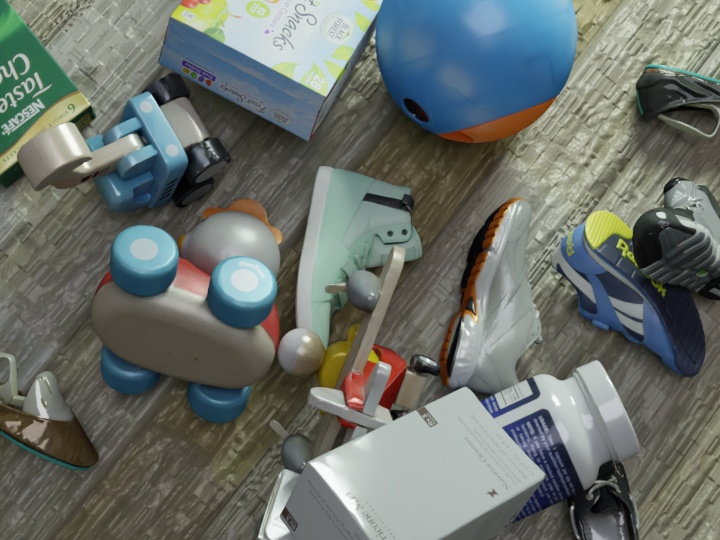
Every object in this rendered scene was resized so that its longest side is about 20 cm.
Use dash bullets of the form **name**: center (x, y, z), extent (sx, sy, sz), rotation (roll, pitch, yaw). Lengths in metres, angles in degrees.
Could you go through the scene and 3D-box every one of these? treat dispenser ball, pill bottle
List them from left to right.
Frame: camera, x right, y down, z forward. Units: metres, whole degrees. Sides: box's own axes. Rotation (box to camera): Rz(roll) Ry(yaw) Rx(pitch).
- **treat dispenser ball**: center (0.113, -0.228, 1.266), extent (0.197, 0.201, 0.204), rotation (1, 78, -6)
- **pill bottle**: center (0.153, 0.168, 1.212), extent (0.198, 0.116, 0.117), rotation (-25, 81, 5)

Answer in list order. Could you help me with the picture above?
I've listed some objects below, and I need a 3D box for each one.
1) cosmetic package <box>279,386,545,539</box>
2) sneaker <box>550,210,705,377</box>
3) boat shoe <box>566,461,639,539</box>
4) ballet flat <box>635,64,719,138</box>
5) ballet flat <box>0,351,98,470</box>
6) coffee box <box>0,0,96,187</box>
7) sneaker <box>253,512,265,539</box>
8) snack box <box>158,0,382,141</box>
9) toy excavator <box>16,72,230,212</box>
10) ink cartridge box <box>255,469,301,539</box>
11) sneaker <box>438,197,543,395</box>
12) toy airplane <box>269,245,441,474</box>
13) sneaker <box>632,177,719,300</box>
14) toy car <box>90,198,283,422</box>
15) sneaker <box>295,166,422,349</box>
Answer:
- **cosmetic package**: center (0.044, 0.188, 1.066), extent (0.199, 0.082, 0.113), rotation (-20, 58, -45)
- **sneaker**: center (0.272, 0.030, 1.302), extent (0.200, 0.082, 0.074), rotation (49, 46, -11)
- **boat shoe**: center (0.234, 0.235, 1.255), extent (0.073, 0.060, 0.203), rotation (-4, 79, -5)
- **ballet flat**: center (0.387, -0.171, 1.358), extent (0.197, 0.068, 0.070), rotation (6, 87, 6)
- **ballet flat**: center (-0.331, 0.118, 1.215), extent (0.198, 0.068, 0.073), rotation (24, 99, 4)
- **coffee box**: center (-0.371, -0.198, 1.289), extent (0.122, 0.044, 0.201), rotation (-37, 84, -12)
- **sneaker**: center (-0.003, 0.266, 1.216), extent (0.197, 0.076, 0.077), rotation (6, 77, -5)
- **snack box**: center (-0.080, -0.242, 1.274), extent (0.167, 0.068, 0.201), rotation (28, 47, 0)
- **toy excavator**: center (-0.226, -0.102, 1.198), extent (0.199, 0.194, 0.101), rotation (-30, 84, -25)
- **ink cartridge box**: center (-0.034, 0.288, 1.143), extent (0.143, 0.202, 0.084), rotation (19, 40, -1)
- **sneaker**: center (0.146, 0.030, 1.290), extent (0.091, 0.076, 0.203), rotation (19, 85, -9)
- **toy airplane**: center (-0.017, 0.100, 1.169), extent (0.140, 0.200, 0.201), rotation (25, 56, 12)
- **sneaker**: center (0.313, -0.048, 1.281), extent (0.075, 0.199, 0.117), rotation (-30, 56, 27)
- **toy car**: center (-0.148, 0.003, 1.233), extent (0.174, 0.186, 0.202), rotation (17, 48, -1)
- **sneaker**: center (0.000, 0.000, 1.269), extent (0.116, 0.074, 0.204), rotation (8, 75, 2)
